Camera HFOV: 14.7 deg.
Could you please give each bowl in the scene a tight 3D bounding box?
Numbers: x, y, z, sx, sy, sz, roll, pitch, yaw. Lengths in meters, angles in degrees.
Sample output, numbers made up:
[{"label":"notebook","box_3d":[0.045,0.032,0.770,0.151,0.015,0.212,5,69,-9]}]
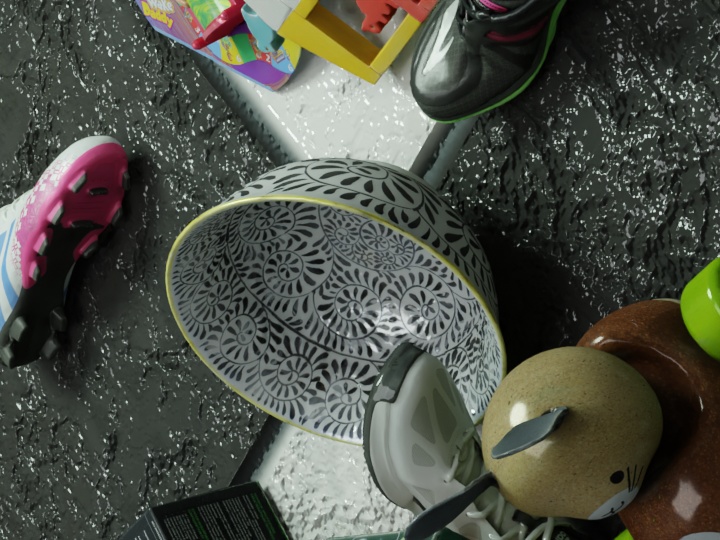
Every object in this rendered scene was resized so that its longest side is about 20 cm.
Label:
[{"label":"bowl","box_3d":[0.000,0.000,1.573,0.200,0.094,0.201,15,140,13]}]

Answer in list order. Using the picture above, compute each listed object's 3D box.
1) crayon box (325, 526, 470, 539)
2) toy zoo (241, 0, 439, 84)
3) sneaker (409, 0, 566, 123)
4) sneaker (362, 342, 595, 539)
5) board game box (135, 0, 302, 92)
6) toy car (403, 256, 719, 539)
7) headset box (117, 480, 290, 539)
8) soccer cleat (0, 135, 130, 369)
[{"label":"crayon box","box_3d":[0.081,0.204,1.500,0.127,0.200,0.051,-15,48,59]},{"label":"toy zoo","box_3d":[-0.010,-0.187,1.570,0.131,0.020,0.200,36,137,-2]},{"label":"sneaker","box_3d":[0.077,-0.154,1.492,0.200,0.084,0.077,-50,61,40]},{"label":"sneaker","box_3d":[0.078,0.121,1.520,0.115,0.076,0.201,12,141,31]},{"label":"board game box","box_3d":[-0.113,-0.187,1.685,0.200,0.039,0.158,31,139,40]},{"label":"toy car","box_3d":[0.122,0.098,1.404,0.164,0.200,0.158,-46,64,42]},{"label":"headset box","box_3d":[-0.109,0.261,1.764,0.200,0.093,0.174,-47,64,42]},{"label":"soccer cleat","box_3d":[-0.218,-0.025,1.846,0.086,0.070,0.200,50,130,29]}]
